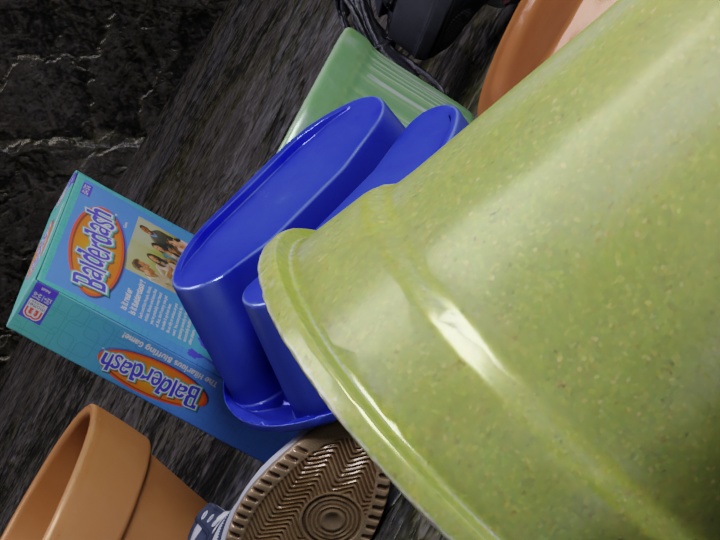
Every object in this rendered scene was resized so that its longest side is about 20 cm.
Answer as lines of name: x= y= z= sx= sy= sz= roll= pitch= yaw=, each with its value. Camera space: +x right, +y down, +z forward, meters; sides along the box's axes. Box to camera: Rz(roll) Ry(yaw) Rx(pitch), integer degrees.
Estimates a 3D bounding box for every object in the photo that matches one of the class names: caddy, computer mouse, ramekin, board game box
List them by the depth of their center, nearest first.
caddy: x=0.000 y=0.000 z=1.325 sx=0.200 sy=0.105 sz=0.141 roll=-45 pitch=32 yaw=-23
ramekin: x=-0.012 y=-0.034 z=1.502 sx=0.201 sy=0.097 sz=0.200 roll=-62 pitch=1 yaw=3
computer mouse: x=0.044 y=-0.188 z=1.619 sx=0.139 sy=0.053 sz=0.200 roll=60 pitch=136 yaw=25
board game box: x=-0.120 y=0.030 z=1.642 sx=0.045 sy=0.199 sz=0.152 roll=-55 pitch=11 yaw=27

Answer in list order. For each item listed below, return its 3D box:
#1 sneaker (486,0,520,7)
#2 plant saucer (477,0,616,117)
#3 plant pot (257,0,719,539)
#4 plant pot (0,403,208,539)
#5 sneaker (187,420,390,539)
sneaker: x=0.123 y=-0.266 z=1.630 sx=0.079 sy=0.095 sz=0.201 roll=26 pitch=109 yaw=42
plant saucer: x=0.119 y=-0.140 z=1.387 sx=0.201 sy=0.037 sz=0.200 roll=-57 pitch=11 yaw=18
plant pot: x=0.101 y=-0.004 z=0.772 sx=0.184 sy=0.200 sz=0.201 roll=-47 pitch=14 yaw=13
plant pot: x=-0.146 y=0.199 z=1.495 sx=0.201 sy=0.140 sz=0.200 roll=-58 pitch=12 yaw=19
sneaker: x=-0.044 y=0.137 z=1.363 sx=0.201 sy=0.070 sz=0.109 roll=-60 pitch=12 yaw=25
